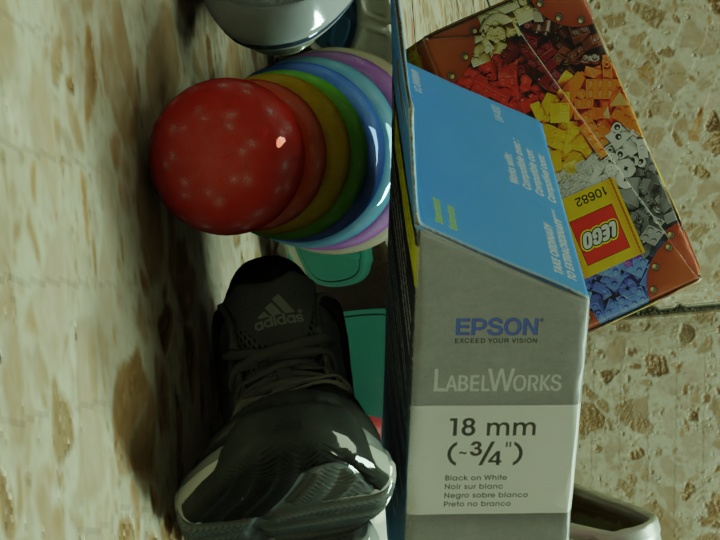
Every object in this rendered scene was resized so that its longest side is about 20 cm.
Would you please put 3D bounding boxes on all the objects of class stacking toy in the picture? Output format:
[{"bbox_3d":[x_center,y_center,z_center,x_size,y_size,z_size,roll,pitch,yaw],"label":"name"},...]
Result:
[{"bbox_3d":[-0.030,-0.046,0.870,0.200,0.085,0.086,-8,93,-77],"label":"stacking toy"}]

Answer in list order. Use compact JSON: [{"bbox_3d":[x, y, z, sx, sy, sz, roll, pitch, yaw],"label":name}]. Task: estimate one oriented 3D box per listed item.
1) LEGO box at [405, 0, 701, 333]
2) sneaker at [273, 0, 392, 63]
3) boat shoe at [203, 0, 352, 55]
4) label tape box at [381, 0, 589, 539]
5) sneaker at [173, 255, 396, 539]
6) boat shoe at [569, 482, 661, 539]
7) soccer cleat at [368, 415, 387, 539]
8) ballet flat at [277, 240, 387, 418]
[{"bbox_3d":[0.078,-0.049,1.109,0.200,0.077,0.149,177,-111,-84],"label":"LEGO box"},{"bbox_3d":[-0.017,-0.182,1.111,0.087,0.075,0.201,-87,179,-83],"label":"sneaker"},{"bbox_3d":[-0.027,-0.136,0.961,0.200,0.072,0.062,-86,174,-56],"label":"boat shoe"},{"bbox_3d":[0.042,0.007,0.828,0.144,0.063,0.201,-95,-175,-62],"label":"label tape box"},{"bbox_3d":[-0.032,0.043,0.830,0.200,0.075,0.116,95,-12,-72],"label":"sneaker"},{"bbox_3d":[0.071,0.107,1.160,0.202,0.074,0.086,25,-55,46],"label":"boat shoe"},{"bbox_3d":[-0.001,0.161,1.019,0.076,0.067,0.201,-20,112,-44],"label":"soccer cleat"},{"bbox_3d":[0.000,0.000,1.039,0.072,0.071,0.201,-81,166,-62],"label":"ballet flat"}]
